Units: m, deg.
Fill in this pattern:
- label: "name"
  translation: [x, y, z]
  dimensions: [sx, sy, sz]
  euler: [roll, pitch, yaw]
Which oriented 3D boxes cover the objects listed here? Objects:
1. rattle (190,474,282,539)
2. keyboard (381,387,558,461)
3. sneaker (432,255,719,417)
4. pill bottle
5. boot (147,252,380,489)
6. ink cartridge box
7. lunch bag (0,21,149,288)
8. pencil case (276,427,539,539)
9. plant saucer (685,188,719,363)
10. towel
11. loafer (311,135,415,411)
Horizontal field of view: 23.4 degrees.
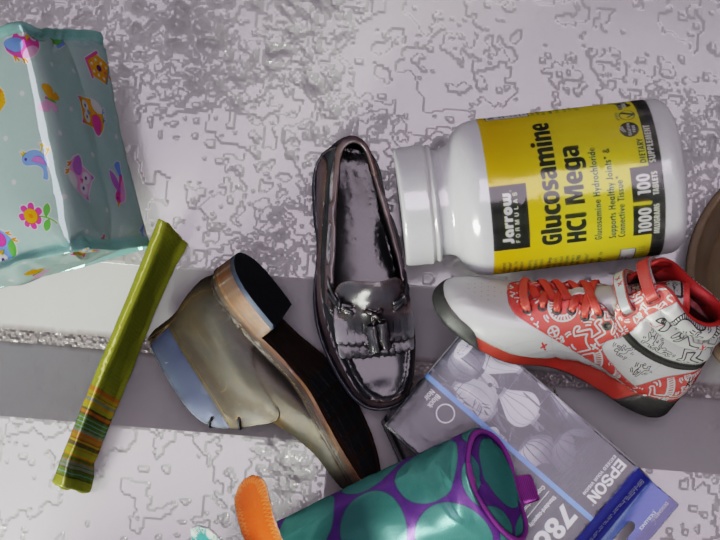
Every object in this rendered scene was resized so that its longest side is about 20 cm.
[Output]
- label: "rattle"
  translation: [-0.034, 0.247, 1.113]
  dimensions: [0.129, 0.143, 0.201]
  euler: [-13, 109, 6]
- label: "keyboard"
  translation: [0.110, 0.164, 1.270]
  dimensions: [0.126, 0.021, 0.201]
  euler: [-26, 85, 3]
- label: "sneaker"
  translation: [0.159, 0.023, 1.223]
  dimensions: [0.200, 0.067, 0.108]
  euler: [23, 127, -12]
- label: "pill bottle"
  translation: [0.126, -0.057, 1.247]
  dimensions: [0.198, 0.112, 0.113]
  euler: [-7, 83, 0]
- label: "boot"
  translation: [-0.069, 0.094, 1.268]
  dimensions: [0.097, 0.075, 0.201]
  euler: [-32, 91, 20]
- label: "ink cartridge box"
  translation: [0.123, 0.138, 1.242]
  dimensions: [0.200, 0.039, 0.100]
  euler: [40, 89, 7]
- label: "lunch bag"
  translation: [-0.272, -0.070, 1.247]
  dimensions: [0.199, 0.122, 0.172]
  euler: [-14, 86, 26]
- label: "pencil case"
  translation: [0.019, 0.184, 1.204]
  dimensions: [0.199, 0.092, 0.086]
  euler: [-28, 60, 24]
- label: "plant saucer"
  translation: [0.336, 0.007, 1.263]
  dimensions: [0.198, 0.029, 0.202]
  euler: [-2, 73, 8]
- label: "towel"
  translation: [-0.171, 0.064, 1.249]
  dimensions: [0.018, 0.086, 0.201]
  euler: [21, 83, 2]
- label: "loafer"
  translation: [0.000, 0.000, 1.260]
  dimensions: [0.071, 0.063, 0.202]
  euler: [-8, 79, -8]
